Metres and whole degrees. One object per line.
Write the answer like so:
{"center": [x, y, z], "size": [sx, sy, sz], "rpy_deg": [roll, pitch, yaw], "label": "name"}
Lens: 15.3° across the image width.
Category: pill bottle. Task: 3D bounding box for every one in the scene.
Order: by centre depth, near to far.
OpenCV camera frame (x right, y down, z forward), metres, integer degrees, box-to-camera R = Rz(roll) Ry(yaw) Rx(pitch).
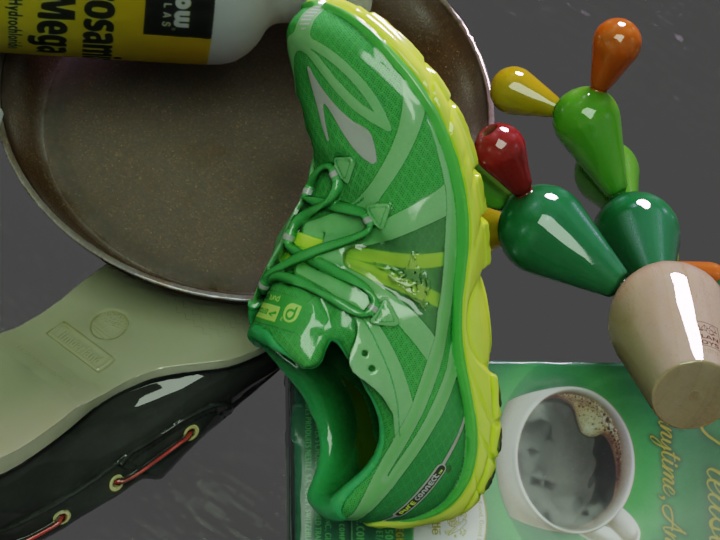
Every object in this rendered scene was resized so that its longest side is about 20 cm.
{"center": [-0.095, -0.138, 1.034], "size": [0.199, 0.112, 0.113], "rpy_deg": [3, 71, -6], "label": "pill bottle"}

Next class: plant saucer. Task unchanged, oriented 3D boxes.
{"center": [-0.047, -0.062, 1.075], "size": [0.200, 0.032, 0.201], "rpy_deg": [5, 54, -6], "label": "plant saucer"}

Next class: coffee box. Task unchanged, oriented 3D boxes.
{"center": [0.070, 0.098, 1.048], "size": [0.199, 0.044, 0.123], "rpy_deg": [0, 72, -5], "label": "coffee box"}

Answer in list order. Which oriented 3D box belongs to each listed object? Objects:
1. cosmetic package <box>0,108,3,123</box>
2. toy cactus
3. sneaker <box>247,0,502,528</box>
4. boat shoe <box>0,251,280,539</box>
{"center": [-0.234, 0.015, 1.011], "size": [0.150, 0.052, 0.200], "rpy_deg": [6, 69, 28], "label": "cosmetic package"}
{"center": [0.118, -0.006, 1.015], "size": [0.200, 0.102, 0.165], "rpy_deg": [28, 27, -23], "label": "toy cactus"}
{"center": [0.000, 0.000, 0.975], "size": [0.083, 0.074, 0.201], "rpy_deg": [-14, 99, -27], "label": "sneaker"}
{"center": [-0.091, 0.044, 1.046], "size": [0.201, 0.063, 0.074], "rpy_deg": [-29, 50, -27], "label": "boat shoe"}
